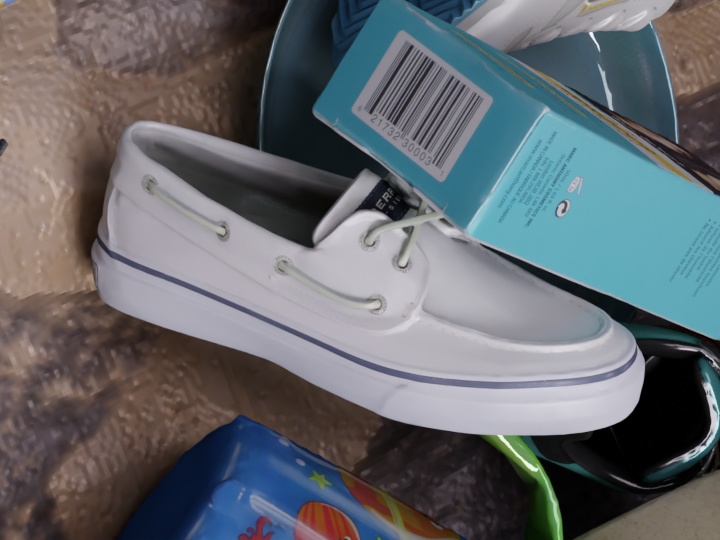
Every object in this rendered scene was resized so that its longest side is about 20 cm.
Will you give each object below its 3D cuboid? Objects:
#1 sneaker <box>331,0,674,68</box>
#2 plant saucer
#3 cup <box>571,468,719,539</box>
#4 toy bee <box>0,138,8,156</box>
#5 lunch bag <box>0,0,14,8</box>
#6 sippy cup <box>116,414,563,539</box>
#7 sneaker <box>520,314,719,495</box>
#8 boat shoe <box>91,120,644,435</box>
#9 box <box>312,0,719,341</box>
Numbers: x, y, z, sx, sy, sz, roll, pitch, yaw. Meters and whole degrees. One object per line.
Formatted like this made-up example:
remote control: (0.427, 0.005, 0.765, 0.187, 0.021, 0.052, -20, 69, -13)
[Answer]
sneaker: (0.075, -0.115, 0.947, 0.200, 0.076, 0.081, -41, 129, -21)
plant saucer: (0.039, -0.047, 0.982, 0.199, 0.027, 0.202, 1, 88, -35)
cup: (0.130, 0.155, 0.946, 0.199, 0.200, 0.144, -19, 78, -32)
toy bee: (-0.168, 0.035, 0.824, 0.131, 0.109, 0.200, 38, 92, -32)
lunch bag: (-0.161, -0.155, 0.843, 0.200, 0.077, 0.161, -33, 103, -35)
sippy cup: (-0.020, 0.124, 0.884, 0.130, 0.140, 0.178, 37, 49, -12)
sneaker: (0.116, 0.054, 0.973, 0.199, 0.080, 0.072, 8, 102, -46)
boat shoe: (0.000, 0.000, 0.870, 0.074, 0.199, 0.067, -56, 155, -58)
box: (0.076, -0.030, 0.899, 0.200, 0.082, 0.049, 20, 106, -54)
